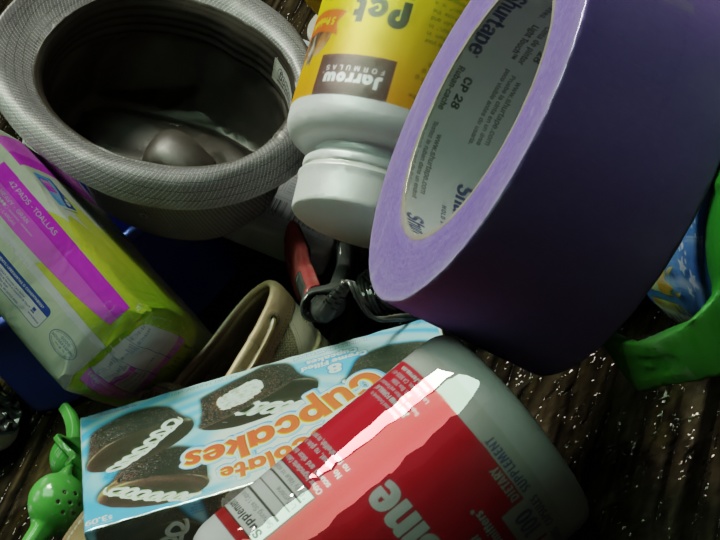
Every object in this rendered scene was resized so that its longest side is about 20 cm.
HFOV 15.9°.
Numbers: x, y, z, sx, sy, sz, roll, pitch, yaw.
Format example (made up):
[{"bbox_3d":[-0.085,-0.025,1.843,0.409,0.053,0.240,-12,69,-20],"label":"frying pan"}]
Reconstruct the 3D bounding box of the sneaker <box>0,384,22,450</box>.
[{"bbox_3d":[-0.284,0.095,1.658,0.200,0.072,0.073,11,92,47],"label":"sneaker"}]

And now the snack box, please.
[{"bbox_3d":[-0.044,0.090,1.325,0.199,0.037,0.116,-16,27,1],"label":"snack box"}]

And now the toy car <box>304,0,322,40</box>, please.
[{"bbox_3d":[0.022,-0.246,1.727,0.149,0.176,0.200,-12,32,19],"label":"toy car"}]

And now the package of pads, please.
[{"bbox_3d":[-0.160,0.005,1.455,0.068,0.155,0.200,-42,-12,2],"label":"package of pads"}]

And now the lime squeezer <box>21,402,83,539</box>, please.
[{"bbox_3d":[-0.175,0.130,1.498,0.071,0.038,0.200,-57,11,38],"label":"lime squeezer"}]

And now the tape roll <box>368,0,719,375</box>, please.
[{"bbox_3d":[0.088,-0.059,1.191,0.200,0.085,0.200,-57,18,29],"label":"tape roll"}]

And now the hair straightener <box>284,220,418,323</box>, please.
[{"bbox_3d":[0.000,0.000,1.435,0.077,0.041,0.200,-2,7,-4],"label":"hair straightener"}]

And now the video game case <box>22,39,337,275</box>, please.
[{"bbox_3d":[-0.086,-0.095,1.613,0.182,0.199,0.023,-65,-4,-46],"label":"video game case"}]

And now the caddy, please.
[{"bbox_3d":[-0.176,-0.008,1.634,0.200,0.105,0.141,-36,25,0],"label":"caddy"}]

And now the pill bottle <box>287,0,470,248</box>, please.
[{"bbox_3d":[0.025,-0.116,1.426,0.109,0.109,0.201,-3,66,49],"label":"pill bottle"}]

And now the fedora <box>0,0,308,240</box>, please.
[{"bbox_3d":[-0.117,-0.088,1.502,0.199,0.090,0.177,23,52,13],"label":"fedora"}]

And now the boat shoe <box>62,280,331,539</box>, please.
[{"bbox_3d":[-0.101,0.089,1.425,0.200,0.065,0.071,-47,28,-23],"label":"boat shoe"}]

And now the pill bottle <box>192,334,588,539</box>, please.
[{"bbox_3d":[-0.003,0.131,1.178,0.200,0.112,0.112,-39,26,-6],"label":"pill bottle"}]

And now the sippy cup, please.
[{"bbox_3d":[0.192,-0.016,1.181,0.177,0.140,0.130,0,1,-22],"label":"sippy cup"}]
